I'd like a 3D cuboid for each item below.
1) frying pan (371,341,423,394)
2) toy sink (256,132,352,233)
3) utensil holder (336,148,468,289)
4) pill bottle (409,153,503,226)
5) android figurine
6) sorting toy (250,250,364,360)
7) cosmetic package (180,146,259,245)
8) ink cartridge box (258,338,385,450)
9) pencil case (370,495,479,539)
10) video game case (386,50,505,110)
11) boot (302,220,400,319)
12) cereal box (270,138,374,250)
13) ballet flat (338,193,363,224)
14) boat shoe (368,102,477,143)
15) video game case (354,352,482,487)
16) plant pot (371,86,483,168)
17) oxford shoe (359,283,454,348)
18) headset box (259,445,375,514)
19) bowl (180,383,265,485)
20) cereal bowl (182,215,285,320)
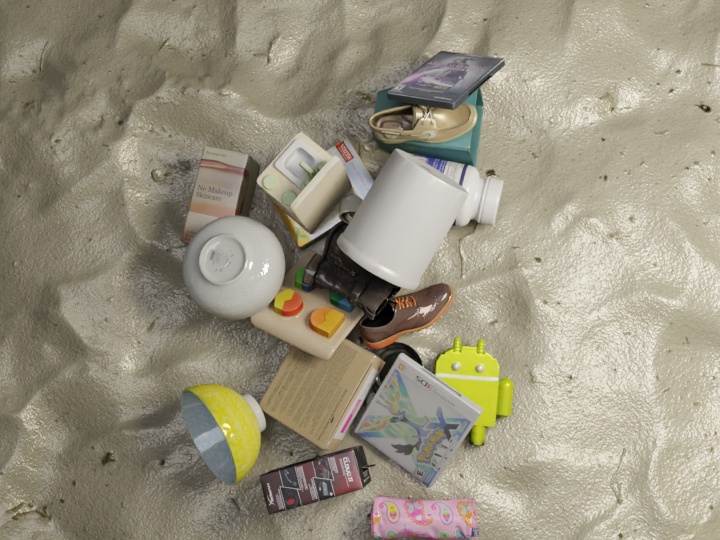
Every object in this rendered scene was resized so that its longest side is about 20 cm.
[{"bbox_3d":[0.036,0.213,1.706,0.189,0.031,0.115,-29,73,12],"label":"frying pan"},{"bbox_3d":[-0.108,-0.170,1.662,0.112,0.200,0.130,40,88,10],"label":"toy sink"},{"bbox_3d":[0.079,-0.093,1.587,0.170,0.170,0.201,34,103,11],"label":"utensil holder"},{"bbox_3d":[0.169,-0.150,1.706,0.199,0.120,0.120,13,82,9],"label":"pill bottle"},{"bbox_3d":[0.197,0.227,1.663,0.181,0.041,0.201,6,90,-2],"label":"android figurine"},{"bbox_3d":[-0.085,0.059,1.691,0.184,0.037,0.200,24,56,21],"label":"sorting toy"},{"bbox_3d":[-0.280,-0.136,1.776,0.103,0.087,0.201,9,82,10],"label":"cosmetic package"},{"bbox_3d":[-0.073,0.217,1.684,0.164,0.075,0.201,29,85,22],"label":"ink cartridge box"},{"bbox_3d":[0.118,0.460,1.629,0.199,0.087,0.088,1,81,6],"label":"pencil case"},{"bbox_3d":[0.161,-0.358,1.649,0.142,0.019,0.200,16,43,32],"label":"video game case"},{"bbox_3d":[0.000,0.000,1.692,0.173,0.069,0.200,22,50,13],"label":"boot"},{"bbox_3d":[-0.072,-0.153,1.777,0.199,0.040,0.144,-31,79,0],"label":"cereal box"},{"bbox_3d":[0.040,-0.073,1.718,0.200,0.069,0.070,33,86,-4],"label":"ballet flat"},{"bbox_3d":[0.114,-0.276,1.627,0.199,0.065,0.073,-3,79,17],"label":"boat shoe"},{"bbox_3d":[0.104,0.280,1.641,0.182,0.022,0.201,34,118,11],"label":"video game case"},{"bbox_3d":[0.130,-0.289,1.728,0.199,0.141,0.142,7,81,13],"label":"plant pot"},{"bbox_3d":[0.089,0.078,1.689,0.199,0.073,0.071,-32,53,-6],"label":"oxford shoe"},{"bbox_3d":[-0.070,0.381,1.631,0.199,0.149,0.075,-16,81,4],"label":"headset box"},{"bbox_3d":[-0.244,0.291,1.670,0.107,0.200,0.201,-26,76,-29],"label":"bowl"},{"bbox_3d":[-0.245,-0.011,1.659,0.199,0.083,0.201,-2,78,9],"label":"cereal bowl"}]
